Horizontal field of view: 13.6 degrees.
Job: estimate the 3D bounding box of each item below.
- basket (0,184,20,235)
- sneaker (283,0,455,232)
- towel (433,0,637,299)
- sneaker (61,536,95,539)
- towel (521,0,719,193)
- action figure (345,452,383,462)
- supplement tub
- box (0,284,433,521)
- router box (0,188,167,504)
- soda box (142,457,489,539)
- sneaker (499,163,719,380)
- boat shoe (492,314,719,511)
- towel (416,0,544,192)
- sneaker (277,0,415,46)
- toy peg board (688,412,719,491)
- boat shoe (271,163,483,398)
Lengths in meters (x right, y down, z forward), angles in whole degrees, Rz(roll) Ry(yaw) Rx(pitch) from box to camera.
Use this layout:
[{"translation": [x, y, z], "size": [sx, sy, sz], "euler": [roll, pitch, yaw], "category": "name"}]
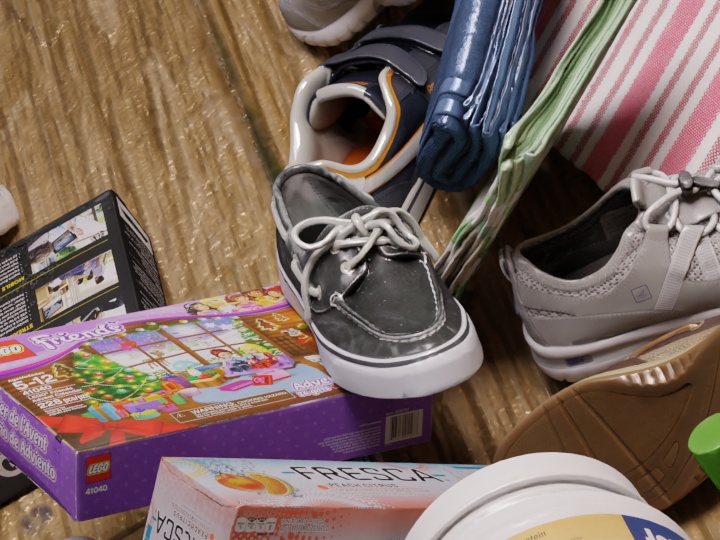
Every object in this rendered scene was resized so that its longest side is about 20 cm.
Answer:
[{"translation": [-0.338, -0.043, 1.768], "size": [0.199, 0.162, 0.198], "euler": [-20, 9, 18], "category": "basket"}, {"translation": [0.018, -0.098, 1.680], "size": [0.078, 0.080, 0.201], "euler": [-6, 44, 34], "category": "sneaker"}, {"translation": [0.079, -0.056, 1.519], "size": [0.023, 0.200, 0.153], "euler": [32, 56, 3], "category": "towel"}, {"translation": [-0.137, 0.217, 1.365], "size": [0.146, 0.077, 0.203], "euler": [10, 62, 51], "category": "sneaker"}, {"translation": [0.154, -0.116, 1.588], "size": [0.147, 0.030, 0.200], "euler": [-60, 37, 16], "category": "towel"}, {"translation": [-0.060, 0.110, 1.497], "size": [0.130, 0.070, 0.200], "euler": [-6, 18, -38], "category": "action figure"}, {"translation": [0.097, 0.183, 1.260], "size": [0.144, 0.145, 0.200], "euler": [-32, 38, 5], "category": "supplement tub"}, {"translation": [-0.083, 0.060, 1.481], "size": [0.199, 0.039, 0.137], "euler": [-11, 25, -31], "category": "box"}, {"translation": [-0.203, 0.059, 1.699], "size": [0.199, 0.051, 0.150], "euler": [-29, 39, 9], "category": "router box"}, {"translation": [-0.001, 0.126, 1.358], "size": [0.063, 0.199, 0.069], "euler": [27, 107, 50], "category": "soda box"}, {"translation": [0.161, -0.017, 1.465], "size": [0.199, 0.082, 0.075], "euler": [-28, 38, 10], "category": "sneaker"}, {"translation": [0.155, 0.061, 1.423], "size": [0.200, 0.072, 0.072], "euler": [-34, -4, 25], "category": "boat shoe"}, {"translation": [0.077, -0.146, 1.616], "size": [0.048, 0.112, 0.201], "euler": [15, 73, -3], "category": "towel"}, {"translation": [-0.002, -0.191, 1.752], "size": [0.075, 0.082, 0.200], "euler": [-46, 11, -25], "category": "sneaker"}, {"translation": [0.249, 0.073, 1.271], "size": [0.200, 0.098, 0.199], "euler": [-44, 26, -11], "category": "toy peg board"}, {"translation": [0.003, -0.001, 1.480], "size": [0.073, 0.068, 0.199], "euler": [-18, 26, -7], "category": "boat shoe"}]
